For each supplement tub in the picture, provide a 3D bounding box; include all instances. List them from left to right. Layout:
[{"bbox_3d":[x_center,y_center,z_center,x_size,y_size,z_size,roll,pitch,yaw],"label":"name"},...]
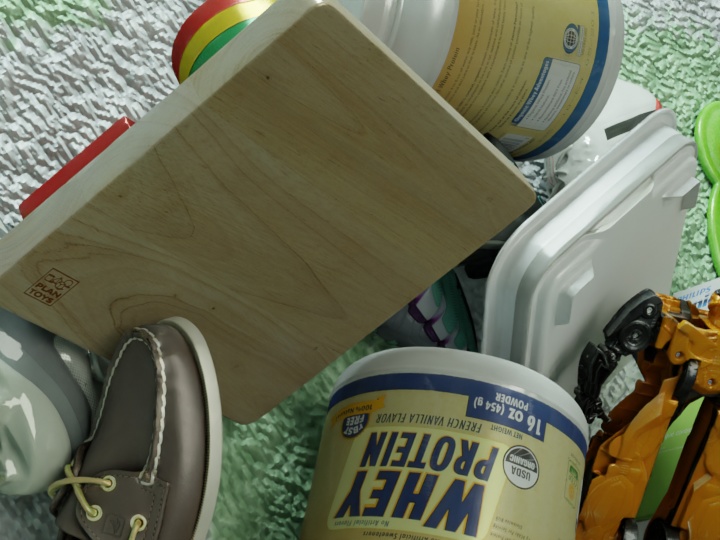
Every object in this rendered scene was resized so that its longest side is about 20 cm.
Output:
[{"bbox_3d":[0.037,0.156,0.786,0.144,0.144,0.200,29,57,-29],"label":"supplement tub"},{"bbox_3d":[0.043,-0.146,0.898,0.200,0.145,0.145,5,71,-39],"label":"supplement tub"}]

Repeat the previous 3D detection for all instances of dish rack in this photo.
[{"bbox_3d":[0.138,0.018,0.884,0.044,0.200,0.172,36,59,28],"label":"dish rack"}]

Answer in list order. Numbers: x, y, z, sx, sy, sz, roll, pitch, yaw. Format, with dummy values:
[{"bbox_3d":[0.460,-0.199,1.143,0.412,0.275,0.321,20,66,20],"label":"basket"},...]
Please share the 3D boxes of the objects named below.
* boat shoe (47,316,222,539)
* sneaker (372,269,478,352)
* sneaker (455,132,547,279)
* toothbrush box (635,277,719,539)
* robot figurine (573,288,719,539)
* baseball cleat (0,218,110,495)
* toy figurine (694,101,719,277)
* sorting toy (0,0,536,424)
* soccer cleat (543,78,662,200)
[{"bbox_3d":[-0.112,0.120,0.692,0.059,0.072,0.200,5,99,-39],"label":"boat shoe"},{"bbox_3d":[0.000,0.000,0.877,0.074,0.087,0.200,-93,157,-51],"label":"sneaker"},{"bbox_3d":[0.080,-0.041,0.885,0.200,0.075,0.079,14,61,-72],"label":"sneaker"},{"bbox_3d":[0.268,0.121,1.030,0.146,0.086,0.200,39,54,-22],"label":"toothbrush box"},{"bbox_3d":[0.176,0.099,0.876,0.145,0.058,0.200,13,106,-14],"label":"robot figurine"},{"bbox_3d":[-0.177,0.007,0.726,0.106,0.070,0.200,-22,93,-56],"label":"baseball cleat"},{"bbox_3d":[0.365,-0.063,1.111,0.150,0.184,0.200,-19,86,-42],"label":"toy figurine"},{"bbox_3d":[-0.050,-0.036,0.722,0.200,0.199,0.070,35,21,-50],"label":"sorting toy"},{"bbox_3d":[0.151,-0.056,1.015,0.085,0.069,0.200,33,56,-10],"label":"soccer cleat"}]
